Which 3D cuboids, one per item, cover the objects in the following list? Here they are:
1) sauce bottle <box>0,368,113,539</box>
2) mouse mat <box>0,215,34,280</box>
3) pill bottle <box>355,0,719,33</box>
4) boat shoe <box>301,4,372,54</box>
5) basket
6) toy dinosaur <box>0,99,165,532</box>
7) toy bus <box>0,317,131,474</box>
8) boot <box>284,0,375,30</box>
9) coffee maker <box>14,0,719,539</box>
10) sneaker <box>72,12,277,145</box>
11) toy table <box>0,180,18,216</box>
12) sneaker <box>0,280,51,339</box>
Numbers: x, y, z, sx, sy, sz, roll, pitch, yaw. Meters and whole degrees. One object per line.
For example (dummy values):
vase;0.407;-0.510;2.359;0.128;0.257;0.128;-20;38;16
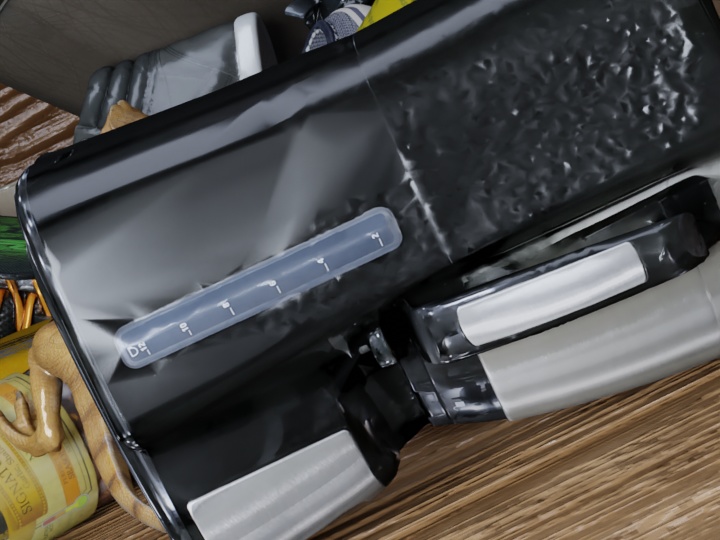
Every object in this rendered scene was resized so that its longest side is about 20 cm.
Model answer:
sauce bottle;-0.179;0.104;0.944;0.200;0.066;0.066;-33;10;-31
mouse mat;-0.171;-0.013;1.071;0.200;0.008;0.161;5;8;31
pill bottle;0.061;-0.074;0.844;0.200;0.112;0.112;-58;-4;20
boat shoe;-0.028;-0.042;0.982;0.093;0.075;0.200;10;36;-15
basket;-0.098;-0.132;1.333;0.136;0.200;0.181;-28;38;48
toy dinosaur;-0.095;0.032;0.910;0.060;0.200;0.106;3;-34;-16
toy bus;-0.102;0.047;1.060;0.078;0.065;0.200;-32;9;-40
boot;0.023;-0.156;1.292;0.198;0.163;0.073;10;-56;-41
coffee maker;0.008;-0.032;0.739;0.200;0.192;0.135;-23;-18;3
sneaker;-0.083;-0.031;1.209;0.099;0.071;0.200;-14;50;9
toy table;-0.196;0.023;1.365;0.184;0.117;0.200;-23;7;24
sneaker;-0.145;0.020;1.208;0.200;0.078;0.077;-5;10;-25
